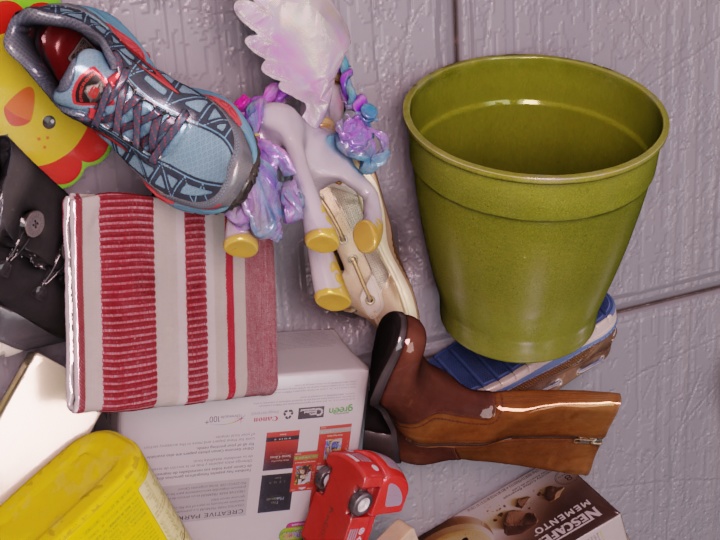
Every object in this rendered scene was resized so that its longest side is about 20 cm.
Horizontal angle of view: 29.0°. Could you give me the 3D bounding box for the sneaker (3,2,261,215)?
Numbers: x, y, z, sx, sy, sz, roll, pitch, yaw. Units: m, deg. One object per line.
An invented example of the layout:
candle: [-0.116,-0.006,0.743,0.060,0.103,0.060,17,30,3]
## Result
sneaker: [-0.153,-0.102,0.883,0.080,0.200,0.095,-58,158,12]

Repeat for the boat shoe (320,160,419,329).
boat shoe: [0.000,0.000,1.110,0.065,0.072,0.201,-19,114,-6]

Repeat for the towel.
towel: [-0.128,0.021,0.963,0.199,0.023,0.145,0,88,-54]

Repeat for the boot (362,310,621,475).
boot: [0.105,0.104,1.089,0.198,0.069,0.189,6,136,0]

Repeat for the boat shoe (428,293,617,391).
boat shoe: [0.138,0.090,1.203,0.199,0.072,0.073,-23,128,-8]

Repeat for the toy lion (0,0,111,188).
toy lion: [-0.268,-0.109,0.954,0.199,0.069,0.193,21,92,-31]

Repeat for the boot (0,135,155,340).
boot: [-0.191,-0.035,0.955,0.200,0.065,0.166,39,62,-47]

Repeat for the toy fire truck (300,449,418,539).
toy fire truck: [0.005,0.239,1.127,0.141,0.049,0.201,5,108,-48]

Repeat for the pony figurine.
pony figurine: [-0.056,-0.096,0.975,0.166,0.201,0.193,-25,144,30]

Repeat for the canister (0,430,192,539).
canister: [-0.177,0.232,0.990,0.148,0.086,0.201,-43,129,-27]

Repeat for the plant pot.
plant pot: [0.131,-0.039,1.094,0.199,0.201,0.194,-13,126,-19]

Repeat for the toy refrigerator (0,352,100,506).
toy refrigerator: [-0.264,0.161,1.010,0.070,0.076,0.201,30,79,-14]

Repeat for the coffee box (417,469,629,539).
coffee box: [0.132,0.266,1.243,0.199,0.113,0.080,-27,119,-12]

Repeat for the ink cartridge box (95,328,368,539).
ink cartridge box: [-0.107,0.146,1.106,0.199,0.084,0.177,-2,112,-23]

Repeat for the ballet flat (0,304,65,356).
ballet flat: [-0.293,0.026,0.986,0.199,0.073,0.073,25,98,-24]
